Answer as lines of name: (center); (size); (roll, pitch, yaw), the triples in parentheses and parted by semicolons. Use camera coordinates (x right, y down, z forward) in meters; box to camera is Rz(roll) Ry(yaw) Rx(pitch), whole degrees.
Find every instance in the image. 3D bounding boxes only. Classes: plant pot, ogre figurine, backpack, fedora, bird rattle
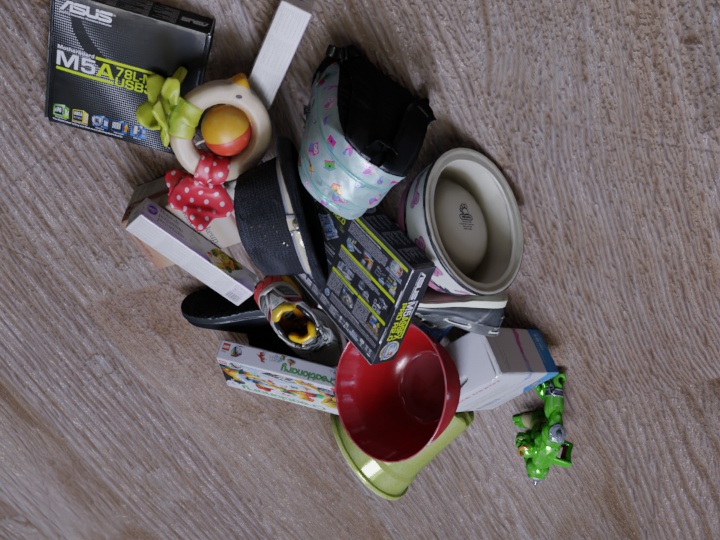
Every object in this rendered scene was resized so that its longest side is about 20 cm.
plant pot: (0.082, 0.247, 1.519); (0.184, 0.201, 0.200); (-37, 121, 19)
ogre figurine: (0.314, 0.276, 1.553); (0.097, 0.121, 0.201); (23, 130, -16)
backpack: (0.001, -0.164, 1.125); (0.166, 0.201, 0.127); (26, 130, -19)
fedora: (-0.105, -0.064, 1.152); (0.090, 0.202, 0.202); (-13, 131, 4)
bird rattle: (-0.187, -0.159, 1.138); (0.161, 0.113, 0.202); (-24, 117, -3)

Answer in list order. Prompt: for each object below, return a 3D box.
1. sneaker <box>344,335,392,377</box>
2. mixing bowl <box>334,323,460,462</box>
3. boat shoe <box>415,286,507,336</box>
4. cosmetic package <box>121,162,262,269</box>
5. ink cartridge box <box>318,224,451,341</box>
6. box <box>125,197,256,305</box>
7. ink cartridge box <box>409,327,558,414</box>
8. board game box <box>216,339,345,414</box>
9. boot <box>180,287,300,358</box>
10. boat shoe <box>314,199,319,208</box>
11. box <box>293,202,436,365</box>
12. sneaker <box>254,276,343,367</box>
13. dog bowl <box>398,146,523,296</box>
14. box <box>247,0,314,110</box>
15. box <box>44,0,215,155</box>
sneaker: (0.021, 0.150, 1.421); (0.077, 0.082, 0.202); (-27, 86, 16)
mixing bowl: (0.070, 0.170, 1.317); (0.199, 0.202, 0.108); (-35, 156, 31)
boat shoe: (0.103, 0.055, 1.265); (0.197, 0.072, 0.068); (6, 117, -6)
cosmetic package: (-0.223, -0.087, 1.292); (0.198, 0.088, 0.104); (-18, 128, 20)
ink cartridge box: (0.053, 0.018, 1.354); (0.198, 0.085, 0.145); (23, 129, -14)
box: (-0.231, -0.024, 1.265); (0.199, 0.039, 0.041); (37, 126, -26)
ink cartridge box: (0.194, 0.155, 1.415); (0.144, 0.085, 0.199); (-34, 158, 30)
board game box: (-0.120, 0.168, 1.422); (0.197, 0.035, 0.127); (13, 154, 8)
boot: (-0.180, 0.109, 1.475); (0.197, 0.077, 0.170); (-4, 129, 1)
boat shoe: (-0.071, -0.084, 1.311); (0.073, 0.063, 0.201); (36, 120, -19)
box: (0.000, 0.000, 1.215); (0.044, 0.200, 0.161); (-7, 131, -41)
sneaker: (-0.088, 0.094, 1.376); (0.078, 0.082, 0.200); (-39, 131, 5)
dog bowl: (0.131, -0.059, 1.223); (0.200, 0.202, 0.073); (40, 145, -28)
box: (-0.114, -0.257, 1.148); (0.041, 0.039, 0.201); (20, 131, -13)
box: (-0.300, -0.257, 1.172); (0.198, 0.048, 0.194); (15, 133, -9)
